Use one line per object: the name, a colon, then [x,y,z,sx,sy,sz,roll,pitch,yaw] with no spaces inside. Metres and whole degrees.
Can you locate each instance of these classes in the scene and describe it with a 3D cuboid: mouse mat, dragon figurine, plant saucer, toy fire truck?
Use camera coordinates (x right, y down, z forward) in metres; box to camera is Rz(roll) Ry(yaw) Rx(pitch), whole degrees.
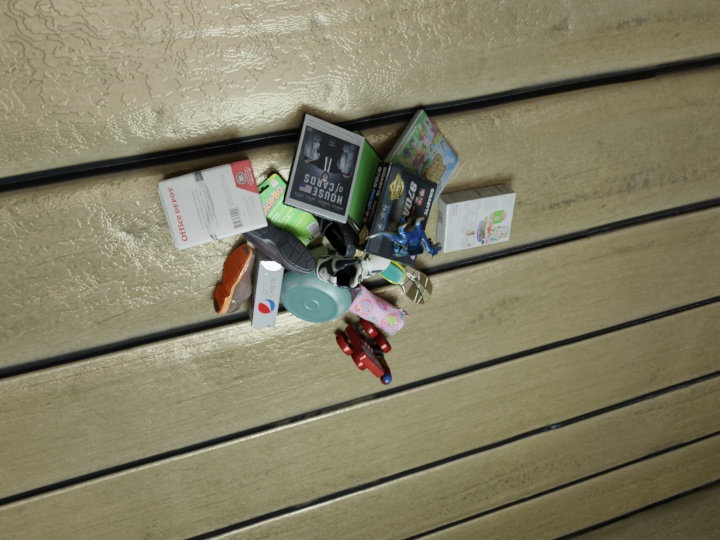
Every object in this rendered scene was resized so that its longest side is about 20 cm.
mouse mat: [0.002,-0.200,1.259,0.200,0.008,0.161,48,71,-17]
dragon figurine: [0.104,-0.060,1.203,0.198,0.058,0.101,-21,105,-40]
plant saucer: [-0.122,0.076,1.404,0.196,0.036,0.202,7,138,6]
toy fire truck: [0.026,0.239,1.542,0.111,0.169,0.200,-35,127,6]

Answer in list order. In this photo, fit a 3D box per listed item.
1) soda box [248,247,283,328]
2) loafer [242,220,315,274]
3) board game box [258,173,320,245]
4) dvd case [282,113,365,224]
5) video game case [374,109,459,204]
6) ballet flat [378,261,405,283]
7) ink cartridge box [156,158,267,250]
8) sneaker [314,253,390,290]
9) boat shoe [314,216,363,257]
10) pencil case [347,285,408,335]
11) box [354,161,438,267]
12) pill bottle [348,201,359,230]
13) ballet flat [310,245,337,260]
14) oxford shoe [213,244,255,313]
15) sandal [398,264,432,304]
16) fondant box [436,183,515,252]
soda box: [-0.237,0.045,1.377,0.063,0.068,0.203,0,122,-21]
loafer: [-0.195,-0.056,1.296,0.199,0.072,0.063,37,147,-8]
board game box: [-0.177,-0.135,1.305,0.095,0.030,0.200,-37,130,6]
dvd case: [-0.078,-0.220,1.205,0.148,0.025,0.204,16,81,-23]
video game case: [0.139,-0.240,1.302,0.182,0.022,0.202,43,74,-36]
ballet flat: [0.033,-0.038,1.415,0.199,0.067,0.067,37,108,-9]
ink cartridge box: [-0.315,-0.144,1.185,0.197,0.083,0.149,-16,103,-9]
sneaker: [0.000,0.000,1.299,0.196,0.129,0.081,-1,110,-25]
boat shoe: [-0.067,-0.108,1.265,0.062,0.201,0.075,-22,155,-40]
pencil case: [0.038,0.103,1.505,0.199,0.088,0.088,31,109,-31]
box: [0.082,-0.124,1.244,0.157,0.046,0.203,15,92,-39]
pill bottle: [0.043,-0.118,1.345,0.198,0.112,0.112,21,114,-31]
ballet flat: [-0.083,-0.022,1.392,0.197,0.068,0.069,18,100,-24]
oxford shoe: [-0.295,0.020,1.350,0.072,0.072,0.201,4,129,-43]
sandal: [0.120,0.014,1.505,0.199,0.054,0.081,36,100,-20]
fondant box: [0.304,-0.139,1.462,0.197,0.059,0.146,-10,125,-13]
